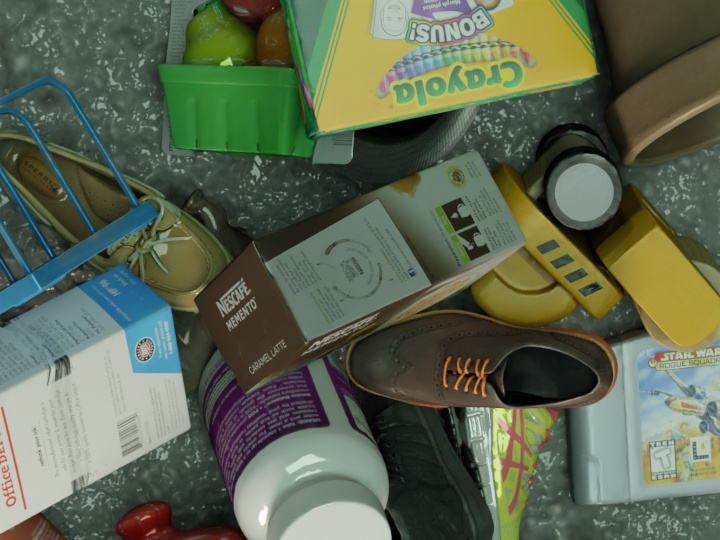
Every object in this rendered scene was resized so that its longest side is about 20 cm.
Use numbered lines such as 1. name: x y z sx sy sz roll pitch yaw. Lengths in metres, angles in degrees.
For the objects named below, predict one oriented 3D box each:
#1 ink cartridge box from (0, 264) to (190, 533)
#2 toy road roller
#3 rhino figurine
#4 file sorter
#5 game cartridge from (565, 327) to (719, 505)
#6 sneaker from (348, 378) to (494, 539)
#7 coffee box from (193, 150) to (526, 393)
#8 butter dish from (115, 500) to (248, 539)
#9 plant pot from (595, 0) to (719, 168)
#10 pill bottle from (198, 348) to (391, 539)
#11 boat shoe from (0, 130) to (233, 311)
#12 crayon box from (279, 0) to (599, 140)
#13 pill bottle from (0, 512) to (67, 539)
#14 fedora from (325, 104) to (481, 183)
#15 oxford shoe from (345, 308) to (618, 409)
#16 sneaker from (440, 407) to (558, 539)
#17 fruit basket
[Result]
1. ink cartridge box: -0.221 0.095 1.475 0.199 0.068 0.117 -28 133 -26
2. toy road roller: 0.167 -0.002 1.623 0.146 0.123 0.200 -44 100 11
3. rhino figurine: -0.142 0.046 1.597 0.087 0.060 0.201 34 90 -8
4. file sorter: -0.269 -0.026 1.483 0.199 0.139 0.123 -28 95 36
5. game cartridge: 0.257 0.107 1.687 0.198 0.042 0.134 -5 100 -10
6. sneaker: 0.026 0.160 1.583 0.104 0.060 0.200 -18 66 -42
7. coffee box: 0.000 0.000 1.514 0.199 0.114 0.080 -24 80 -33
8. butter dish: -0.131 0.238 1.558 0.199 0.199 0.149 -23 82 -4
9. plant pot: 0.251 -0.196 1.596 0.199 0.200 0.176 -21 81 -8
10. pill bottle: -0.043 0.135 1.531 0.111 0.200 0.113 -8 124 -12
11. boat shoe: -0.181 -0.035 1.544 0.199 0.063 0.074 28 84 14
12. crayon box: 0.050 -0.167 1.463 0.198 0.058 0.120 -12 91 -9
13. pill bottle: -0.306 0.173 1.551 0.112 0.112 0.200 -44 100 -4
14. fedora: 0.043 -0.160 1.580 0.090 0.176 0.202 5 99 -54
15. oxford shoe: 0.083 0.066 1.557 0.198 0.073 0.072 -1 94 11
16. sneaker: 0.112 0.132 1.644 0.090 0.078 0.202 -9 101 -21
17. fruit basket: -0.064 -0.178 1.552 0.093 0.184 0.202 13 83 -53
